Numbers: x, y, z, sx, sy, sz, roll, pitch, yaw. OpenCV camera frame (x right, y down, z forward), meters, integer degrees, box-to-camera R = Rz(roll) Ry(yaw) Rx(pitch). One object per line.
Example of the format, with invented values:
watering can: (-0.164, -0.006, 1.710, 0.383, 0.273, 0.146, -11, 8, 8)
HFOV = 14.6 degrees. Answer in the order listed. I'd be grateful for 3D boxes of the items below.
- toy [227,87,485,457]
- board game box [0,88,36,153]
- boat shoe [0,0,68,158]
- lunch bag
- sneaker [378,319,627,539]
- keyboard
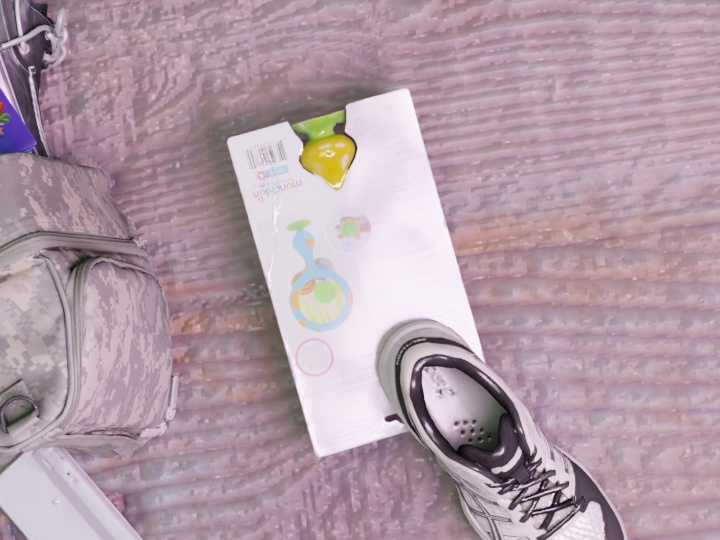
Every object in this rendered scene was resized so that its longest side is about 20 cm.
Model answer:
toy: (0.000, 0.000, 1.713, 0.115, 0.047, 0.201, -16, 96, -2)
board game box: (-0.292, -0.121, 1.737, 0.200, 0.045, 0.134, 55, 143, 8)
boat shoe: (-0.216, -0.147, 1.752, 0.068, 0.074, 0.200, -18, 91, -10)
lunch bag: (-0.195, 0.032, 1.681, 0.139, 0.200, 0.168, -27, 80, 11)
sneaker: (0.084, 0.118, 1.664, 0.076, 0.088, 0.200, -44, 98, 0)
keyboard: (-0.152, 0.193, 1.762, 0.056, 0.011, 0.200, -43, 81, 12)
